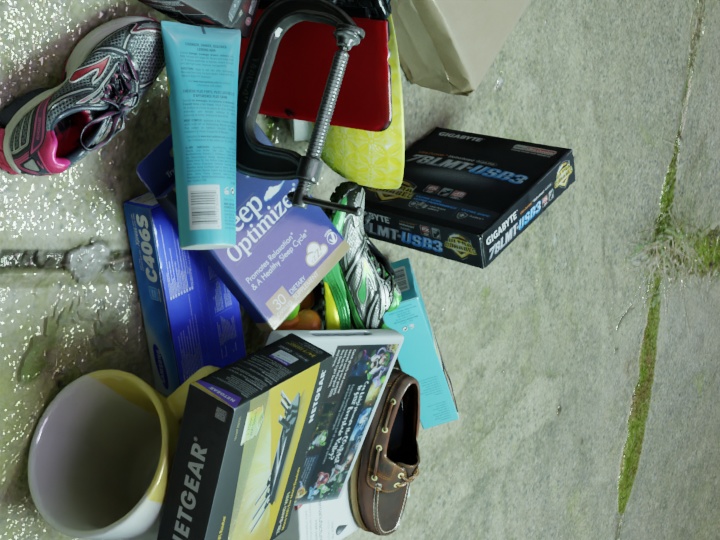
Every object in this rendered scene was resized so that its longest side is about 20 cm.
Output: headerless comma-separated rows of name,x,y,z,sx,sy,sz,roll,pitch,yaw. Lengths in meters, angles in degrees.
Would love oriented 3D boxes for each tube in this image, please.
tube,-0.140,-0.121,1.135,0.077,0.050,0.203,0,87,-35

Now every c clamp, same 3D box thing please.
c clamp,-0.047,-0.152,1.136,0.027,0.169,0.203,21,78,-57

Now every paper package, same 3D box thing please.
paper package,0.106,-0.341,1.442,0.201,0.103,0.191,-57,138,-23

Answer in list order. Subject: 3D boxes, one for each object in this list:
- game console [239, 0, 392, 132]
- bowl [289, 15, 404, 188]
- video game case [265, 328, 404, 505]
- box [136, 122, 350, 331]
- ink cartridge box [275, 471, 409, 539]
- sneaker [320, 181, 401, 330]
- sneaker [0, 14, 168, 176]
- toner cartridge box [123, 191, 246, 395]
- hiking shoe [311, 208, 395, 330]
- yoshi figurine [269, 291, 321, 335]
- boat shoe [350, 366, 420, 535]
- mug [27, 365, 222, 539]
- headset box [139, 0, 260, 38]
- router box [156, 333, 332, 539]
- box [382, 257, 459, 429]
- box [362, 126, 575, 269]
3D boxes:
game console,-0.025,-0.245,1.224,0.173,0.198,0.119,-55,139,-26
bowl,-0.021,-0.179,1.305,0.106,0.200,0.203,-7,112,-5
video game case,-0.053,0.151,1.277,0.181,0.023,0.202,2,115,-47
box,-0.109,-0.056,1.197,0.121,0.032,0.201,-47,109,-25
ink cartridge box,-0.033,0.221,1.443,0.199,0.083,0.146,-22,116,-47
sneaker,0.000,0.000,1.322,0.078,0.084,0.202,-85,172,-62
sneaker,-0.227,-0.146,1.098,0.201,0.074,0.081,-52,135,-30
toner cartridge box,-0.170,0.015,1.242,0.095,0.043,0.203,-28,121,-43
hiking shoe,-0.008,0.023,1.403,0.076,0.100,0.202,-41,130,-36
yoshi figurine,-0.078,-0.033,1.301,0.112,0.111,0.202,-49,133,-42
boat shoe,0.032,0.206,1.398,0.070,0.070,0.203,-22,117,-48
mug,-0.188,0.183,1.171,0.153,0.184,0.151,40,44,-58
headset box,-0.166,-0.313,1.125,0.199,0.074,0.151,20,85,-52
router box,-0.107,0.173,1.143,0.157,0.052,0.202,-25,135,-56
box,0.068,0.091,1.529,0.083,0.049,0.201,-100,171,-54
box,0.113,-0.091,1.445,0.198,0.198,0.050,-41,132,-36
